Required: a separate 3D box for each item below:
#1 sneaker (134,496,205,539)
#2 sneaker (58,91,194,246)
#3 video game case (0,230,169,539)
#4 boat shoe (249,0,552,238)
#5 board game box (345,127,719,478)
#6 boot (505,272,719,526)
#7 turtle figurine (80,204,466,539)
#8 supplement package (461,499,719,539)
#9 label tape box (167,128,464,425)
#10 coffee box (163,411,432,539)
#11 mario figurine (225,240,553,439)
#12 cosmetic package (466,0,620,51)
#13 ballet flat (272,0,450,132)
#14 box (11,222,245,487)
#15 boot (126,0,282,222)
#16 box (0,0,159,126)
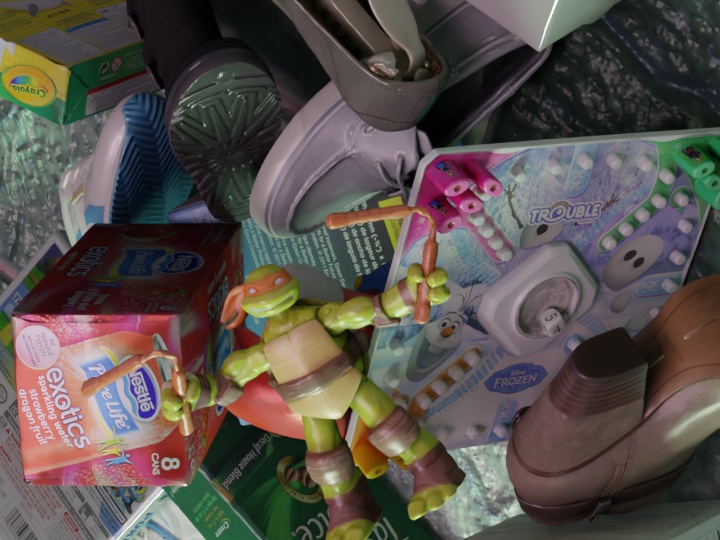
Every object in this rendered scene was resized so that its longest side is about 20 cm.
[{"bbox_3d":[-0.149,0.144,1.460,0.200,0.075,0.087,19,106,28],"label":"sneaker"},{"bbox_3d":[-0.157,-0.051,1.339,0.081,0.077,0.200,44,150,19],"label":"sneaker"},{"bbox_3d":[-0.210,0.105,1.449,0.182,0.022,0.200,-47,64,19],"label":"video game case"},{"bbox_3d":[0.024,-0.081,1.166,0.201,0.070,0.072,-43,58,7],"label":"boat shoe"},{"bbox_3d":[0.101,0.020,1.121,0.026,0.200,0.200,51,136,44],"label":"board game box"},{"bbox_3d":[0.175,0.075,1.136,0.146,0.200,0.070,96,161,-52],"label":"boot"},{"bbox_3d":[-0.027,0.061,1.060,0.200,0.064,0.161,-27,102,6],"label":"turtle figurine"},{"bbox_3d":[0.119,0.221,1.138,0.152,0.200,0.151,-9,91,32],"label":"supplement package"},{"bbox_3d":[0.000,0.000,1.268,0.200,0.063,0.144,-15,100,23],"label":"label tape box"},{"bbox_3d":[-0.039,0.155,1.326,0.200,0.123,0.044,48,127,13],"label":"coffee box"},{"bbox_3d":[0.004,0.013,1.148,0.123,0.200,0.106,62,174,-33],"label":"mario figurine"},{"bbox_3d":[0.060,-0.217,1.103,0.200,0.108,0.085,36,137,20],"label":"cosmetic package"},{"bbox_3d":[-0.023,-0.165,1.111,0.200,0.067,0.064,51,144,3],"label":"ballet flat"},{"bbox_3d":[-0.125,0.042,1.176,0.095,0.200,0.100,1,105,6],"label":"box"},{"bbox_3d":[-0.104,-0.149,1.210,0.165,0.066,0.200,91,161,-62],"label":"boot"},{"bbox_3d":[-0.227,-0.161,1.349,0.200,0.117,0.048,28,123,27],"label":"box"}]
